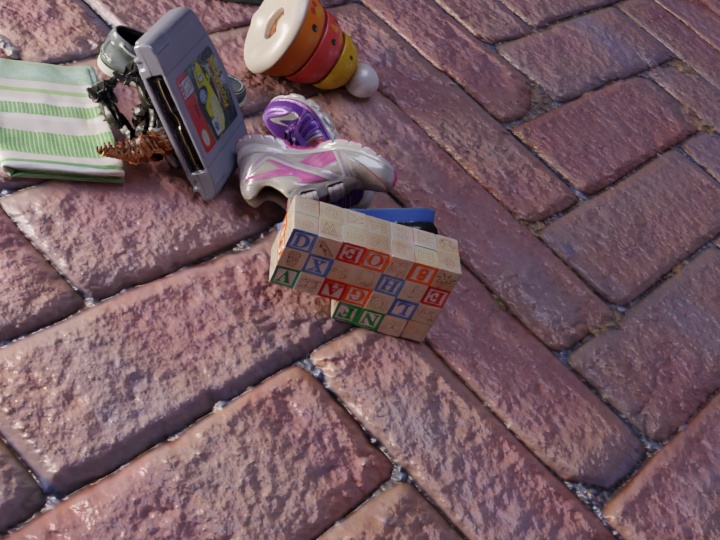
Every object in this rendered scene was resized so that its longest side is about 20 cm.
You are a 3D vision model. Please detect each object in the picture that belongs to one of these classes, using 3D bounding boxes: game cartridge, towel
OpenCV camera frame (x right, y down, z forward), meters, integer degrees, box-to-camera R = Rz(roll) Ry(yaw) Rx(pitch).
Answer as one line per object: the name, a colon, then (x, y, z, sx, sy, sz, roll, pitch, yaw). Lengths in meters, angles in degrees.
game cartridge: (-0.194, -0.201, 1.284, 0.041, 0.201, 0.134, -10, 31, 20)
towel: (-0.364, -0.179, 1.269, 0.151, 0.023, 0.201, 0, 47, -31)

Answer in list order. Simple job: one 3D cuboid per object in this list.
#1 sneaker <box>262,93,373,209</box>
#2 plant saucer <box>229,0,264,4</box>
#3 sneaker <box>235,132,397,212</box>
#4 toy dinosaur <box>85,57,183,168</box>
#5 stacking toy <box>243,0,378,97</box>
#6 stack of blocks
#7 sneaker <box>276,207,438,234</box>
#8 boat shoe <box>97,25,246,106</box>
sneaker: (-0.066, -0.148, 1.380, 0.083, 0.081, 0.200, -24, 60, -33)
plant saucer: (-0.162, -0.435, 1.676, 0.198, 0.019, 0.070, -3, 49, -33)
sneaker: (-0.056, -0.104, 1.297, 0.198, 0.081, 0.089, 4, 71, 7)
toy dinosaur: (-0.246, -0.176, 1.273, 0.137, 0.102, 0.200, 61, 7, -12)
stacking toy: (-0.053, -0.309, 1.544, 0.199, 0.146, 0.147, 26, 35, -31)
stack of blocks: (0.000, 0.000, 1.224, 0.198, 0.116, 0.059, 16, 40, -15)
sneaker: (0.000, -0.031, 1.297, 0.198, 0.070, 0.079, -4, 83, -12)
boat shoe: (-0.237, -0.263, 1.406, 0.198, 0.062, 0.073, 15, 40, -17)
